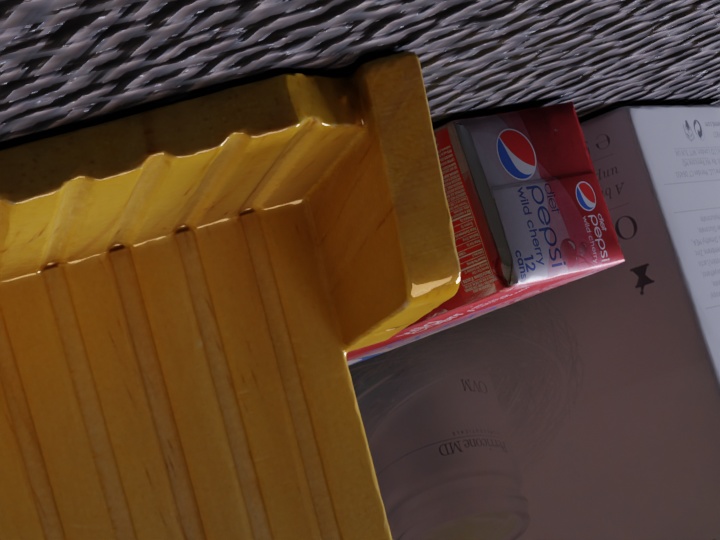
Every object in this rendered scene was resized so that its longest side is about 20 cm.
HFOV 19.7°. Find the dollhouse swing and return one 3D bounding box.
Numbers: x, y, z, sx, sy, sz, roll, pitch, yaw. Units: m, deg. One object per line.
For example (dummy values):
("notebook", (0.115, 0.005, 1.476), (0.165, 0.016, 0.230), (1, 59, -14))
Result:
("dollhouse swing", (-0.068, 0.062, 0.601), (0.199, 0.176, 0.182), (-15, 174, -14))

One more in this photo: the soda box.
("soda box", (0.000, 0.000, 0.787), (0.070, 0.064, 0.200), (-12, 173, -44))

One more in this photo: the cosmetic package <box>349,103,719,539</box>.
("cosmetic package", (0.082, 0.056, 0.886), (0.199, 0.201, 0.123), (-22, 174, 31))
